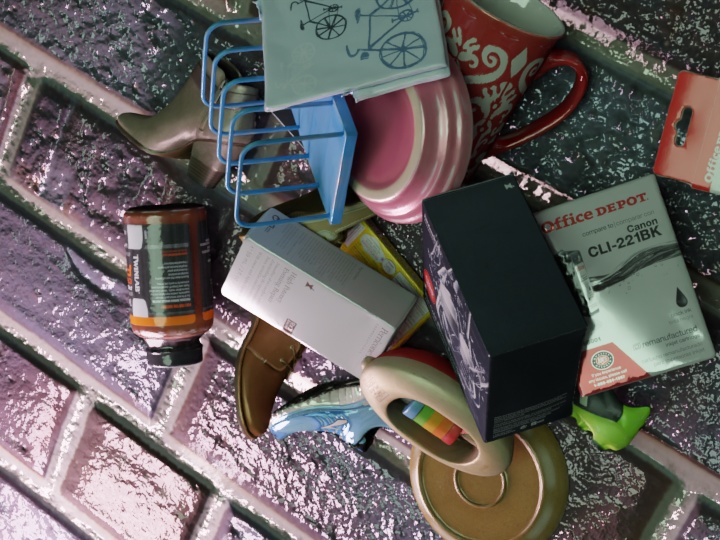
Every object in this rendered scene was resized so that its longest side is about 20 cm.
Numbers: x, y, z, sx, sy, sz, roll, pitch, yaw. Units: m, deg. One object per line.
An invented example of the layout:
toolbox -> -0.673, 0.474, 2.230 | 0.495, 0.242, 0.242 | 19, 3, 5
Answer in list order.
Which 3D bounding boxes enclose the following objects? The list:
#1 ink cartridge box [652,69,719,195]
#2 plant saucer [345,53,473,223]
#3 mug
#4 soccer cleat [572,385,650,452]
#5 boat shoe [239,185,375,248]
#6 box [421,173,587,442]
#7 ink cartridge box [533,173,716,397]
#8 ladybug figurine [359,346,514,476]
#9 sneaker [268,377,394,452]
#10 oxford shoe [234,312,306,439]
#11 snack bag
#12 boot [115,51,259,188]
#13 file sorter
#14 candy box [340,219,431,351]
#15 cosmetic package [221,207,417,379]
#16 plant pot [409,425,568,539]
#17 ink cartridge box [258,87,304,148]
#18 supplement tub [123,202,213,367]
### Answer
ink cartridge box -> 0.408, -0.125, 1.330 | 0.200, 0.067, 0.116 | 19, 105, 24
plant saucer -> 0.035, -0.148, 1.398 | 0.200, 0.051, 0.201 | 10, 102, 51
mug -> 0.131, -0.190, 1.423 | 0.177, 0.133, 0.200 | 35, 120, 12
soccer cleat -> 0.232, 0.111, 1.463 | 0.081, 0.068, 0.200 | -45, 72, 2
boat shoe -> -0.047, -0.054, 1.552 | 0.200, 0.074, 0.066 | -15, 119, 35
box -> 0.141, 0.040, 1.366 | 0.104, 0.182, 0.200 | -16, 56, -8
ink cartridge box -> 0.269, 0.016, 1.385 | 0.144, 0.084, 0.200 | -19, 83, 10
ladybug figurine -> 0.089, 0.149, 1.478 | 0.200, 0.072, 0.136 | 37, 146, -6
sneaker -> -0.025, 0.182, 1.594 | 0.200, 0.078, 0.090 | -16, 96, 31
oxford shoe -> -0.103, 0.106, 1.592 | 0.071, 0.071, 0.200 | 2, 71, 24
snack bag -> -0.012, -0.246, 1.379 | 0.200, 0.021, 0.189 | -14, 52, 9
boot -> -0.208, -0.200, 1.635 | 0.200, 0.070, 0.146 | 33, 111, 24
file sorter -> -0.094, -0.164, 1.434 | 0.139, 0.122, 0.200 | 103, 155, -49
candy box -> 0.000, 0.000, 1.583 | 0.102, 0.026, 0.200 | -46, 76, 28
cosmetic package -> -0.048, 0.028, 1.515 | 0.200, 0.074, 0.102 | 31, 131, 4
plant pot -> 0.143, 0.242, 1.542 | 0.200, 0.027, 0.201 | 4, 100, 27
ink cartridge box -> 0.006, -0.205, 1.543 | 0.200, 0.043, 0.198 | 47, 114, 13
supplement tub -> -0.239, 0.018, 1.664 | 0.107, 0.107, 0.201 | 0, 97, 27
